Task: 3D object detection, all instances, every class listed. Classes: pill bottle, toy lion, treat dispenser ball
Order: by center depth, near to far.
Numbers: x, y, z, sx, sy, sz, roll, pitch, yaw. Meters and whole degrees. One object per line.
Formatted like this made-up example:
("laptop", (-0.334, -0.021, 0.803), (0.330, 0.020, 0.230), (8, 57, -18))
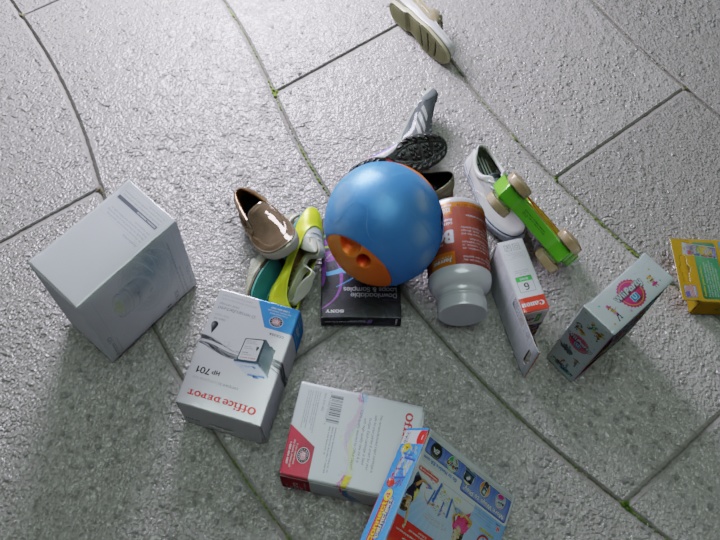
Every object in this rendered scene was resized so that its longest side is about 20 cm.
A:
("treat dispenser ball", (0.038, -0.075, 1.192), (0.196, 0.202, 0.205), (1, 61, -2))
("pill bottle", (0.168, -0.015, 1.254), (0.109, 0.113, 0.204), (0, 61, -2))
("toy lion", (0.304, -0.087, 1.259), (0.068, 0.192, 0.200), (-41, 95, 17))

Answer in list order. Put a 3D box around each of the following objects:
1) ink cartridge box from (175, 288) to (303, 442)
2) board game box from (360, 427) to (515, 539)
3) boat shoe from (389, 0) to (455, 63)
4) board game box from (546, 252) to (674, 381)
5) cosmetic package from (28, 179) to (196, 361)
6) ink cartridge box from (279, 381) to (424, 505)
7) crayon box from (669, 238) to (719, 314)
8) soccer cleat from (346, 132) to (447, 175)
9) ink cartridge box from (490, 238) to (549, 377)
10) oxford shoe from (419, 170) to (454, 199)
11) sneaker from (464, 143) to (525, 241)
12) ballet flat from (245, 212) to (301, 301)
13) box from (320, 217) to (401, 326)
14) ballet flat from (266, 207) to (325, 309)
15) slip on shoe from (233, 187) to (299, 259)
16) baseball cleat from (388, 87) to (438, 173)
("ink cartridge box", (-0.189, 0.151, 1.167), (0.143, 0.086, 0.203), (14, 60, 5))
("board game box", (0.109, 0.360, 1.021), (0.199, 0.055, 0.198), (41, 60, -23))
("boat shoe", (0.144, -0.525, 1.552), (0.068, 0.075, 0.201), (-33, 66, -12))
("board game box", (0.393, 0.080, 1.161), (0.147, 0.201, 0.064), (-36, 68, -19))
("cosmetic package", (-0.387, 0.005, 1.171), (0.122, 0.201, 0.200), (38, 66, 18))
("ink cartridge box", (-0.011, 0.270, 1.109), (0.196, 0.083, 0.148), (11, 62, 4))
("crayon box", (0.647, 0.012, 1.294), (0.195, 0.052, 0.128), (3, 61, -2))
("soccer cleat", (0.065, -0.198, 1.343), (0.197, 0.073, 0.069), (-24, 94, -3))
("ink cartridge box", (0.272, 0.062, 1.218), (0.049, 0.110, 0.203), (-12, 63, -8))
("oxford shoe", (0.081, -0.147, 1.343), (0.196, 0.075, 0.072), (-17, 66, -10))
("sneaker", (0.248, -0.145, 1.351), (0.072, 0.071, 0.202), (-20, 65, -13))
("ballet flat", (-0.157, -0.019, 1.283), (0.061, 0.068, 0.202), (8, 53, 35))
("box", (0.000, 0.000, 1.284), (0.140, 0.036, 0.204), (0, 62, -2))
("ballet flat", (-0.097, -0.014, 1.254), (0.066, 0.067, 0.203), (7, 69, 43))
("slip on shoe", (-0.169, -0.087, 1.261), (0.075, 0.061, 0.200), (-35, 39, -4))
("baseball cleat", (0.122, -0.260, 1.420), (0.105, 0.070, 0.202), (29, 74, 7))
